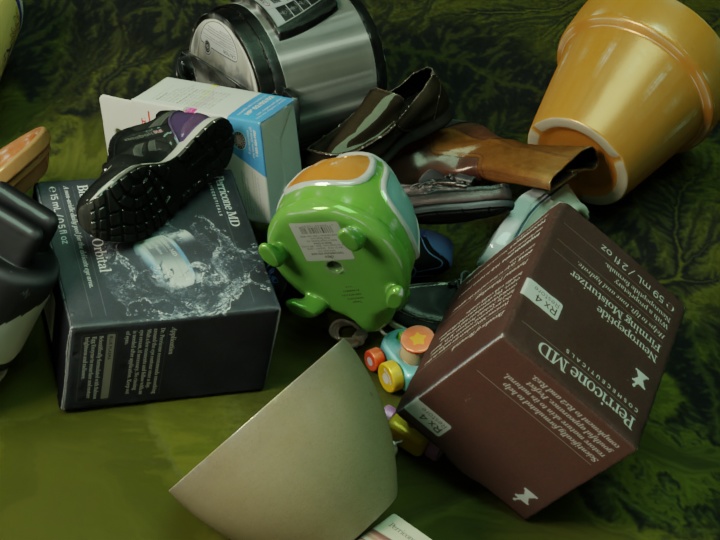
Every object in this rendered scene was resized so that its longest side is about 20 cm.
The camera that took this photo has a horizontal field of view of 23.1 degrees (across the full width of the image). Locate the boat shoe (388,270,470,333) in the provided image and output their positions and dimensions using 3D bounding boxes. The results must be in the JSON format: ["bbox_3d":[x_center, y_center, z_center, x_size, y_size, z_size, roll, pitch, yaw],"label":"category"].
[{"bbox_3d":[0.120,0.032,1.764,0.199,0.066,0.075,10,45,-3],"label":"boat shoe"}]

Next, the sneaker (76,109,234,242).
[{"bbox_3d":[-0.211,-0.091,1.655,0.087,0.076,0.200,18,36,29],"label":"sneaker"}]

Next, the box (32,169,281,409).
[{"bbox_3d":[-0.200,0.014,1.671,0.199,0.118,0.197,-5,47,-20],"label":"box"}]

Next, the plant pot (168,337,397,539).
[{"bbox_3d":[-0.046,0.173,1.514,0.135,0.200,0.200,49,50,1],"label":"plant pot"}]

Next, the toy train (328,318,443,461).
[{"bbox_3d":[0.016,0.110,1.668,0.150,0.056,0.200,12,44,-1],"label":"toy train"}]

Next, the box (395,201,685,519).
[{"bbox_3d":[0.169,0.082,1.620,0.166,0.164,0.200,40,44,-11],"label":"box"}]

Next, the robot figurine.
[{"bbox_3d":[-0.343,0.023,1.569,0.150,0.200,0.125,7,32,-48],"label":"robot figurine"}]

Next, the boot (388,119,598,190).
[{"bbox_3d":[0.123,-0.099,1.857,0.200,0.069,0.188,16,26,38],"label":"boot"}]

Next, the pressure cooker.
[{"bbox_3d":[-0.092,-0.207,1.880,0.200,0.176,0.179,-18,80,-27],"label":"pressure cooker"}]

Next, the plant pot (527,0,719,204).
[{"bbox_3d":[0.283,-0.177,1.939,0.200,0.200,0.183,29,59,16],"label":"plant pot"}]

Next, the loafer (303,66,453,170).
[{"bbox_3d":[0.013,-0.156,1.832,0.073,0.072,0.200,16,38,40],"label":"loafer"}]

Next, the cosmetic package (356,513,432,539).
[{"bbox_3d":[-0.008,0.300,1.438,0.103,0.087,0.200,30,45,32],"label":"cosmetic package"}]

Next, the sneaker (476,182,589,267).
[{"bbox_3d":[0.187,-0.042,1.834,0.071,0.073,0.200,37,38,9],"label":"sneaker"}]

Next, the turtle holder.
[{"bbox_3d":[0.002,-0.027,1.661,0.185,0.141,0.132,38,48,-21],"label":"turtle holder"}]

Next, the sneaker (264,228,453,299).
[{"bbox_3d":[0.000,0.000,1.776,0.199,0.070,0.078,3,61,-13],"label":"sneaker"}]

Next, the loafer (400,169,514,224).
[{"bbox_3d":[0.057,-0.078,1.788,0.199,0.072,0.063,-7,81,21],"label":"loafer"}]

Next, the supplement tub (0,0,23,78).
[{"bbox_3d":[-0.442,-0.232,1.840,0.145,0.146,0.200,10,44,-3],"label":"supplement tub"}]

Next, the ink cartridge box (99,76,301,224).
[{"bbox_3d":[-0.161,-0.126,1.790,0.200,0.115,0.068,13,34,28],"label":"ink cartridge box"}]

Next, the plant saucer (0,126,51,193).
[{"bbox_3d":[-0.373,-0.065,1.685,0.037,0.200,0.200,55,45,-15],"label":"plant saucer"}]
